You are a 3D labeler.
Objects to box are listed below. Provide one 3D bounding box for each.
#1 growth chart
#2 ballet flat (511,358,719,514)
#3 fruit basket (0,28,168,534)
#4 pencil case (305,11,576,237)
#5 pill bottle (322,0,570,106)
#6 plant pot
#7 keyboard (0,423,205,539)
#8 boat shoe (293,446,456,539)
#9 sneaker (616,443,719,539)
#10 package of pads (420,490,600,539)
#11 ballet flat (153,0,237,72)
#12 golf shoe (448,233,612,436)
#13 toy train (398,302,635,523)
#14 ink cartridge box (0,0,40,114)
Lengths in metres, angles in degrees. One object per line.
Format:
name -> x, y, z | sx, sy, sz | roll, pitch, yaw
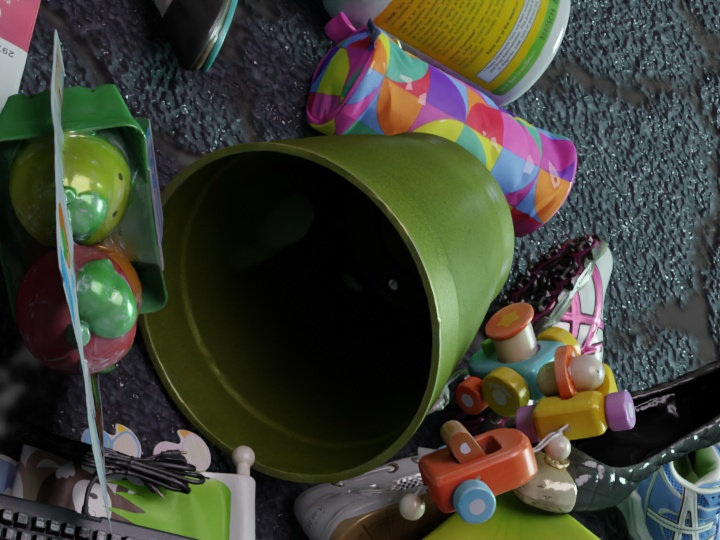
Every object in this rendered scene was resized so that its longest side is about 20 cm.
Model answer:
growth chart -> -0.142, 0.149, 0.988 | 0.199, 0.018, 0.146 | 5, 60, -28
ballet flat -> 0.165, 0.095, 1.105 | 0.199, 0.057, 0.066 | -20, 50, -36
fruit basket -> -0.140, 0.003, 0.949 | 0.093, 0.186, 0.201 | -11, 42, -9
pencil case -> 0.056, -0.099, 1.265 | 0.199, 0.088, 0.089 | 30, 50, -26
pill bottle -> 0.042, -0.207, 1.292 | 0.199, 0.111, 0.112 | 27, 52, -26
plant pot -> 0.000, 0.000, 1.103 | 0.201, 0.200, 0.193 | 57, 33, 2
keyboard -> -0.147, 0.140, 0.966 | 0.199, 0.021, 0.128 | 17, 55, -22
boat shoe -> 0.048, 0.138, 1.131 | 0.199, 0.071, 0.069 | -3, 30, -39
sneaker -> 0.220, 0.157, 1.233 | 0.200, 0.077, 0.076 | 49, 46, -38
package of pads -> 0.101, 0.223, 1.023 | 0.154, 0.068, 0.200 | -32, 53, -31
ballet flat -> -0.107, -0.205, 1.207 | 0.068, 0.068, 0.201 | 28, 40, -12
golf shoe -> 0.131, 0.063, 1.249 | 0.092, 0.072, 0.201 | 47, 54, -23
toy train -> 0.078, 0.075, 1.084 | 0.200, 0.149, 0.056 | -117, -172, -72
ink cartridge box -> -0.270, -0.088, 0.983 | 0.144, 0.084, 0.201 | 25, 52, -27
